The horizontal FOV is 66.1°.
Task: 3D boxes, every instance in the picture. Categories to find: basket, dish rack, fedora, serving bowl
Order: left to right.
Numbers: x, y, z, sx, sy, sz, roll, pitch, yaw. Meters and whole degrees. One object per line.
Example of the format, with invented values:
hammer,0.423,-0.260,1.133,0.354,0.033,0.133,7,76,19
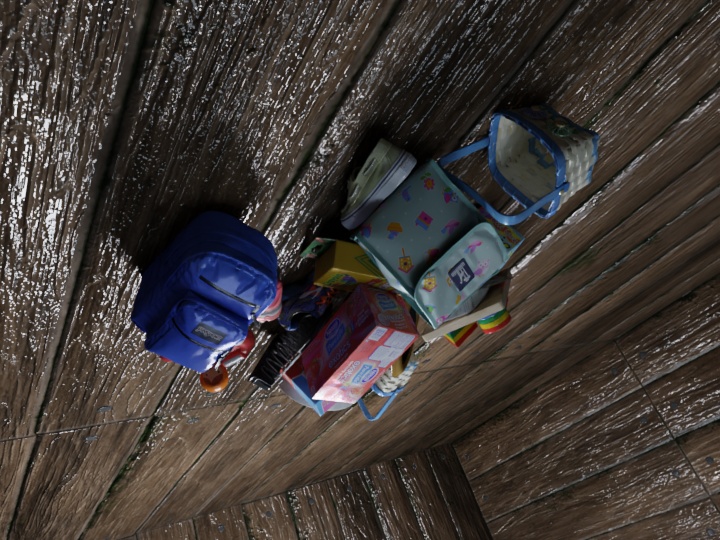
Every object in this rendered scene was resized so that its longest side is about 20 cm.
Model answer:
dish rack,-0.133,0.141,1.108,0.054,0.154,0.200,38,120,-9
serving bowl,-0.092,0.233,1.272,0.198,0.200,0.067,2,115,-40
basket,0.040,0.246,1.373,0.200,0.177,0.138,-48,153,23
fedora,0.065,0.106,1.098,0.080,0.204,0.201,10,158,16
basket,0.237,-0.159,0.831,0.198,0.177,0.140,-32,141,-13

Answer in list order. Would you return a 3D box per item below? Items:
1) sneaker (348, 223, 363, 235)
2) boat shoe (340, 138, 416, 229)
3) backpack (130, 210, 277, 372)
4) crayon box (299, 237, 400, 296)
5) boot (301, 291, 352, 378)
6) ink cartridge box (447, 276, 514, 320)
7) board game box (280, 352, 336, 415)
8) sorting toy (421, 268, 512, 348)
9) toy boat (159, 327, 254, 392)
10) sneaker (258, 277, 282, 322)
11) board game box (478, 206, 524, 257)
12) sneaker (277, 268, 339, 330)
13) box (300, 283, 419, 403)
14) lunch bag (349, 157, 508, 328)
sneaker,0.063,-0.064,0.984,0.090,0.067,0.199,-47,142,11
boat shoe,0.013,-0.128,0.822,0.072,0.062,0.200,-53,-173,-34
backpack,-0.209,0.034,0.794,0.161,0.169,0.200,29,120,-37
crayon box,0.000,0.000,0.941,0.196,0.052,0.127,11,164,-16
boot,-0.044,0.125,1.119,0.175,0.069,0.200,-55,169,16
ink cartridge box,0.229,0.060,1.257,0.196,0.058,0.162,-12,-175,-17
board game box,-0.054,0.192,1.175,0.199,0.152,0.041,-37,131,-21
sorting toy,0.260,0.098,1.274,0.198,0.070,0.199,-28,-171,27
toy boat,-0.277,0.159,1.020,0.129,0.132,0.200,-27,153,14
sneaker,-0.224,0.045,0.953,0.197,0.074,0.088,-9,136,-34
board game box,0.196,-0.021,1.038,0.199,0.103,0.105,-34,162,-33
sneaker,-0.078,0.049,1.044,0.198,0.079,0.075,-32,153,15
box,-0.005,0.131,0.960,0.101,0.095,0.201,17,125,-36
lunch bag,0.108,-0.035,0.841,0.170,0.200,0.122,-43,-177,-5
